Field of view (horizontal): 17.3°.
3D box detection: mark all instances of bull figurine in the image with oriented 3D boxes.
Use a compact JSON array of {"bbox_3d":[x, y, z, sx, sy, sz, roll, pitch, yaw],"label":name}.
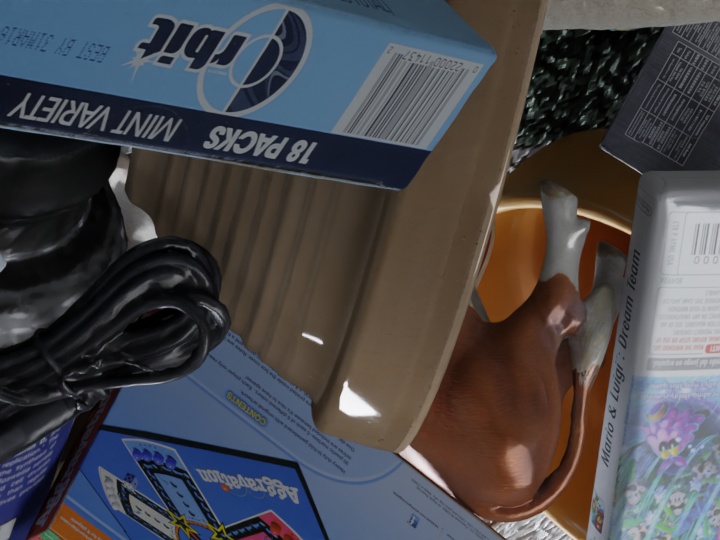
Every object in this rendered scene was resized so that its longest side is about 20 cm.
[{"bbox_3d":[0.000,0.000,0.819,0.122,0.199,0.065,-55,-176,-7],"label":"bull figurine"}]

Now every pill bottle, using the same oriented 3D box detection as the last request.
[{"bbox_3d":[-0.134,0.015,0.712,0.111,0.112,0.201,-13,140,-39],"label":"pill bottle"}]

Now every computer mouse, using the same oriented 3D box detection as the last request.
[{"bbox_3d":[-0.121,-0.005,0.543,0.109,0.044,0.200,-26,150,16],"label":"computer mouse"}]

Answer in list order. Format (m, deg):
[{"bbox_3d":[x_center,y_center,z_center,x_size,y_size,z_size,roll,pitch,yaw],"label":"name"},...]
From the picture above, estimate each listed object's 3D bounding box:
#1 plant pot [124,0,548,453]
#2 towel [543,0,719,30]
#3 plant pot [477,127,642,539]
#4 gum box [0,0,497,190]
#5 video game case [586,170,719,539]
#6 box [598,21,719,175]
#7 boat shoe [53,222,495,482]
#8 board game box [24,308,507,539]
[{"bbox_3d":[-0.010,-0.058,0.650,0.092,0.202,0.202,13,132,-5],"label":"plant pot"},{"bbox_3d":[0.085,-0.137,0.731,0.198,0.035,0.133,-1,129,5],"label":"towel"},{"bbox_3d":[0.160,0.004,0.977,0.183,0.200,0.201,-42,154,-32],"label":"plant pot"},{"bbox_3d":[-0.086,-0.104,0.524,0.169,0.200,0.045,7,126,-51],"label":"gum box"},{"bbox_3d":[0.180,0.051,0.842,0.198,0.024,0.184,-1,114,-16],"label":"video game case"},{"bbox_3d":[0.165,-0.139,0.844,0.201,0.048,0.159,-63,175,31],"label":"box"},{"bbox_3d":[-0.037,0.024,0.877,0.199,0.071,0.063,-35,154,1],"label":"boat shoe"},{"bbox_3d":[-0.008,0.102,0.773,0.019,0.200,0.103,-30,-152,47],"label":"board game box"}]
